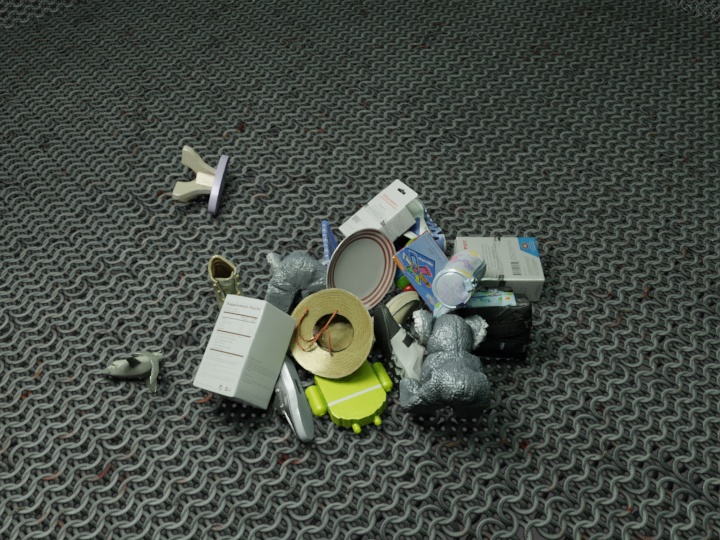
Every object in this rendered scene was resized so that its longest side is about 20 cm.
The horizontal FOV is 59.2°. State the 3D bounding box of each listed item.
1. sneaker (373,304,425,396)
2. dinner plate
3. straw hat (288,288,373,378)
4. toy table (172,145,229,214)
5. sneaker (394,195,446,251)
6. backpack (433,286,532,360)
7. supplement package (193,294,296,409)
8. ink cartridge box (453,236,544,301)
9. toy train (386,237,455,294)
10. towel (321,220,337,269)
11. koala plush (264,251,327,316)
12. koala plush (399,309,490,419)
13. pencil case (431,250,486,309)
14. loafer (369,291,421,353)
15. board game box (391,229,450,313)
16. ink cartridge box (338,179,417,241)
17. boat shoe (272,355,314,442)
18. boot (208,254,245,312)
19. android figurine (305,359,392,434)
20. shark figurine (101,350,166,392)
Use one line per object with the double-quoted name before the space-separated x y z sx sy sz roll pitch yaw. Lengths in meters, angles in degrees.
"sneaker" 0.090 0.162 1.363 0.088 0.074 0.201 -19 89 -23
"dinner plate" 0.000 0.000 1.414 0.200 0.201 0.024 -32 36 -26
"straw hat" -0.051 0.135 1.372 0.200 0.085 0.202 -3 82 22
"toy table" -0.432 -0.248 1.724 0.117 0.184 0.200 13 35 -9
"sneaker" 0.125 -0.110 1.642 0.115 0.081 0.200 -20 52 -19
"backpack" 0.259 0.117 1.393 0.199 0.164 0.154 -9 31 -5
"supplement package" -0.235 0.167 1.308 0.117 0.117 0.201 6 69 34
"ink cartridge box" 0.330 -0.004 1.539 0.199 0.085 0.146 0 48 2
"toy train" 0.152 -0.032 1.489 0.200 0.116 0.085 -34 19 17
"towel" -0.056 -0.014 1.492 0.024 0.145 0.200 -18 36 5
"koala plush" -0.143 0.020 1.482 0.176 0.185 0.200 6 27 -8
"koala plush" 0.180 0.176 1.260 0.176 0.184 0.201 7 66 -7
"pencil case" 0.212 0.014 1.340 0.083 0.091 0.200 57 22 -1
"loafer" 0.068 0.124 1.439 0.200 0.076 0.068 -37 58 -17
"board game box" 0.170 0.017 1.452 0.103 0.200 0.019 -36 11 4
"ink cartridge box" 0.057 -0.128 1.604 0.200 0.068 0.116 -40 40 -2
"boat shoe" -0.154 0.271 1.314 0.066 0.070 0.201 -29 58 9
"boot" -0.285 0.074 1.430 0.072 0.155 0.200 -22 51 -18
"android figurine" -0.021 0.254 1.339 0.181 0.041 0.200 -19 47 -17
"shark figurine" -0.446 0.216 1.344 0.128 0.214 0.090 -6 82 -43
